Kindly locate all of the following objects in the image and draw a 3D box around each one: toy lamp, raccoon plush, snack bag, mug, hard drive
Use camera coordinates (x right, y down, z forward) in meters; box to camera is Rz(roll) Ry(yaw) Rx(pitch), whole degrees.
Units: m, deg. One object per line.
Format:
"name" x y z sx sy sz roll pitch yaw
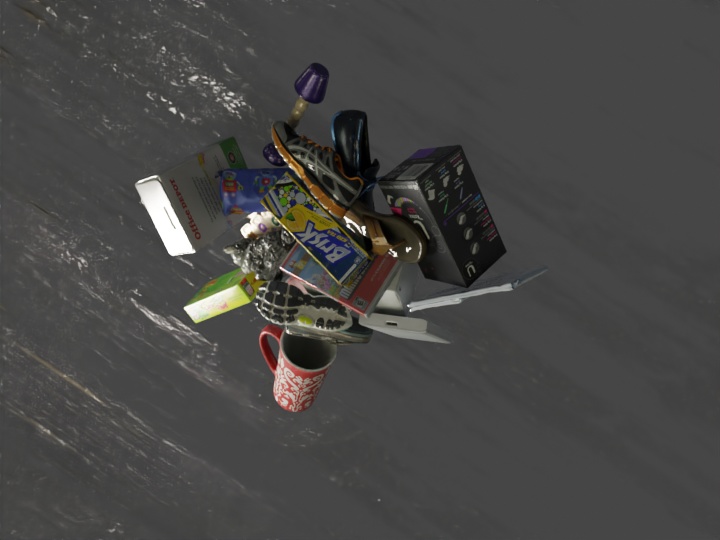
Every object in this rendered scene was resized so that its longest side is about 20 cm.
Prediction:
"toy lamp" -0.111 -0.268 0.990 0.058 0.059 0.201 35 133 -2
"raccoon plush" -0.189 -0.071 1.160 0.133 0.096 0.202 36 103 18
"snack bag" 0.205 0.030 0.967 0.197 0.187 0.022 -14 90 37
"mug" -0.147 0.213 1.330 0.178 0.132 0.202 51 143 28
"hard drive" 0.092 0.112 1.096 0.129 0.027 0.199 5 170 23

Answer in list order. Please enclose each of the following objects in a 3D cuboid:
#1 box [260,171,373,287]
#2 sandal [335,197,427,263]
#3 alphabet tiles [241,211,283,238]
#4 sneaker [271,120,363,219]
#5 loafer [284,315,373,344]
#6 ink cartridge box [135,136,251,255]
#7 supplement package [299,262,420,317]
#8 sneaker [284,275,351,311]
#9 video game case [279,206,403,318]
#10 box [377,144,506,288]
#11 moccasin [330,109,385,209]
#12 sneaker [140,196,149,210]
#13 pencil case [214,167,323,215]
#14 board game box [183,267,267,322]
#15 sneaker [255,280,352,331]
"box" -0.072 -0.066 0.952 0.070 0.064 0.200 -45 80 4
"sandal" 0.022 -0.065 0.947 0.198 0.054 0.083 32 141 23
"alphabet tiles" -0.163 -0.093 1.170 0.199 0.015 0.197 -31 103 39
"sneaker" -0.073 -0.180 0.951 0.077 0.078 0.201 -42 82 8
"loafer" -0.070 0.127 1.235 0.196 0.072 0.064 15 116 8
"ink cartridge box" -0.295 -0.141 1.065 0.083 0.200 0.147 -5 117 37
"supplement package" 0.000 0.000 1.066 0.196 0.119 0.118 9 153 21
"sneaker" -0.093 0.060 1.184 0.196 0.106 0.076 -5 134 29
"video game case" -0.029 -0.020 1.006 0.197 0.144 0.018 26 163 27
"box" 0.134 -0.088 0.937 0.122 0.106 0.202 14 138 60
"moccasin" 0.001 -0.174 0.987 0.067 0.081 0.203 -4 124 19
"sneaker" -0.368 -0.142 1.190 0.196 0.085 0.076 8 128 21
"pencil case" -0.161 -0.150 1.035 0.195 0.089 0.078 -5 155 -9
"board game box" -0.298 0.047 1.281 0.197 0.102 0.048 -20 114 36
"sneaker" -0.109 0.078 1.082 0.196 0.079 0.080 17 169 14
